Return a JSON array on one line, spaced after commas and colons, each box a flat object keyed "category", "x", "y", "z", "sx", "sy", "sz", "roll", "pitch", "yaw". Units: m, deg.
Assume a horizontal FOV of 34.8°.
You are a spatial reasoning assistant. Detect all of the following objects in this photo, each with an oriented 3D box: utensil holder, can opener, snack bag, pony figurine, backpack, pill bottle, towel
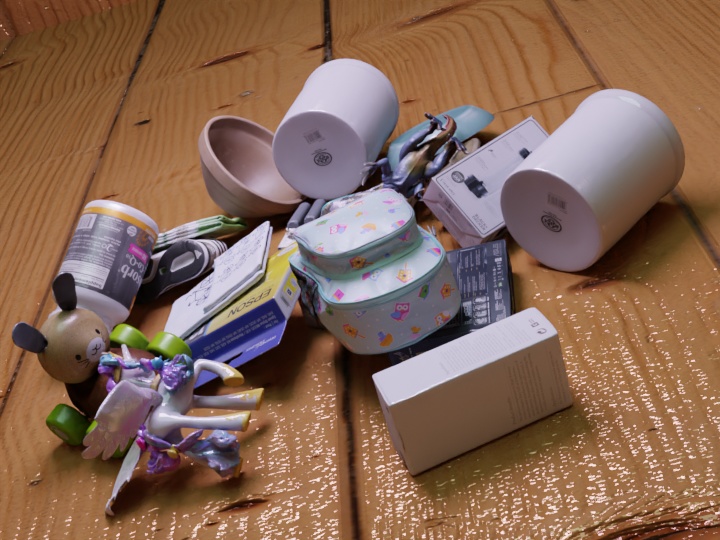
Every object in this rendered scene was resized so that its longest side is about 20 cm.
[{"category": "utensil holder", "x": 0.302, "y": -0.116, "z": 1.509, "sx": 0.170, "sy": 0.170, "sz": 0.200, "roll": 13, "pitch": 44, "yaw": 43}, {"category": "can opener", "x": -0.084, "y": -0.057, "z": 1.739, "sx": 0.052, "sy": 0.067, "sz": 0.200, "roll": -12, "pitch": 21, "yaw": 10}, {"category": "snack bag", "x": -0.203, "y": 0.023, "z": 1.593, "sx": 0.200, "sy": 0.021, "sz": 0.189, "roll": -38, "pitch": 18, "yaw": 14}, {"category": "pony figurine", "x": -0.227, "y": 0.174, "z": 1.320, "sx": 0.199, "sy": 0.167, "sz": 0.193, "roll": 12, "pitch": 48, "yaw": 3}, {"category": "utensil holder", "x": -0.040, "y": -0.228, "z": 1.872, "sx": 0.169, "sy": 0.170, "sz": 0.200, "roll": -7, "pitch": 30, "yaw": 20}, {"category": "backpack", "x": 0.019, "y": 0.004, "z": 1.378, "sx": 0.175, "sy": 0.154, "sz": 0.200, "roll": -24, "pitch": 37, "yaw": -13}, {"category": "pill bottle", "x": -0.373, "y": 0.009, "z": 1.649, "sx": 0.116, "sy": 0.116, "sz": 0.201, "roll": 3, "pitch": 67, "yaw": 33}, {"category": "towel", "x": -0.289, "y": -0.053, "z": 1.798, "sx": 0.199, "sy": 0.031, "sz": 0.149, "roll": -16, "pitch": -1, "yaw": 9}]

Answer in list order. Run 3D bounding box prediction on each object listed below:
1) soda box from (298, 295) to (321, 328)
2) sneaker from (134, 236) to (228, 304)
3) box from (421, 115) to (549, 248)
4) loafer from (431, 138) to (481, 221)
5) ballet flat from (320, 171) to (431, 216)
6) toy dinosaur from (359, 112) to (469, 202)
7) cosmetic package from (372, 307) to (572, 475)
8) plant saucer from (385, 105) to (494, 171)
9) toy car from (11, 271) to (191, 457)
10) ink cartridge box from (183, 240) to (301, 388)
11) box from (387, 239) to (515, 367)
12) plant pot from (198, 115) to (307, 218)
[{"category": "soda box", "x": 0.000, "y": 0.000, "z": 1.580, "sx": 0.070, "sy": 0.064, "sz": 0.200, "roll": 7, "pitch": 38, "yaw": 38}, {"category": "sneaker", "x": -0.285, "y": 0.000, "z": 1.759, "sx": 0.200, "sy": 0.076, "sz": 0.115, "roll": -17, "pitch": -2, "yaw": 29}, {"category": "box", "x": 0.200, "y": -0.120, "z": 1.619, "sx": 0.200, "sy": 0.060, "sz": 0.117, "roll": -34, "pitch": 75, "yaw": -25}, {"category": "loafer", "x": 0.147, "y": -0.137, "z": 1.722, "sx": 0.067, "sy": 0.076, "sz": 0.200, "roll": -3, "pitch": 31, "yaw": 14}, {"category": "ballet flat", "x": 0.039, "y": -0.102, "z": 1.749, "sx": 0.200, "sy": 0.072, "sz": 0.072, "roll": -26, "pitch": 29, "yaw": -14}, {"category": "toy dinosaur", "x": 0.078, "y": -0.132, "z": 1.698, "sx": 0.182, "sy": 0.105, "sz": 0.200, "roll": -50, "pitch": -10, "yaw": 21}, {"category": "cosmetic package", "x": 0.122, "y": 0.130, "z": 1.246, "sx": 0.199, "sy": 0.102, "sz": 0.074, "roll": -21, "pitch": 28, "yaw": -8}, {"category": "plant saucer", "x": 0.120, "y": -0.222, "z": 1.866, "sx": 0.199, "sy": 0.036, "sz": 0.200, "roll": -25, "pitch": 12, "yaw": 6}, {"category": "toy car", "x": -0.337, "y": 0.101, "z": 1.416, "sx": 0.157, "sy": 0.200, "sz": 0.165, "roll": 7, "pitch": 51, "yaw": 38}, {"category": "ink cartridge box", "x": -0.162, "y": 0.062, "z": 1.515, "sx": 0.197, "sy": 0.047, "sz": 0.200, "roll": -28, "pitch": 20, "yaw": 29}, {"category": "box", "x": 0.115, "y": 0.045, "z": 1.449, "sx": 0.157, "sy": 0.051, "sz": 0.200, "roll": -12, "pitch": 30, "yaw": 11}, {"category": "plant pot", "x": -0.188, "y": -0.152, "z": 1.879, "sx": 0.093, "sy": 0.201, "sz": 0.201, "roll": -50, "pitch": 12, "yaw": 32}]
